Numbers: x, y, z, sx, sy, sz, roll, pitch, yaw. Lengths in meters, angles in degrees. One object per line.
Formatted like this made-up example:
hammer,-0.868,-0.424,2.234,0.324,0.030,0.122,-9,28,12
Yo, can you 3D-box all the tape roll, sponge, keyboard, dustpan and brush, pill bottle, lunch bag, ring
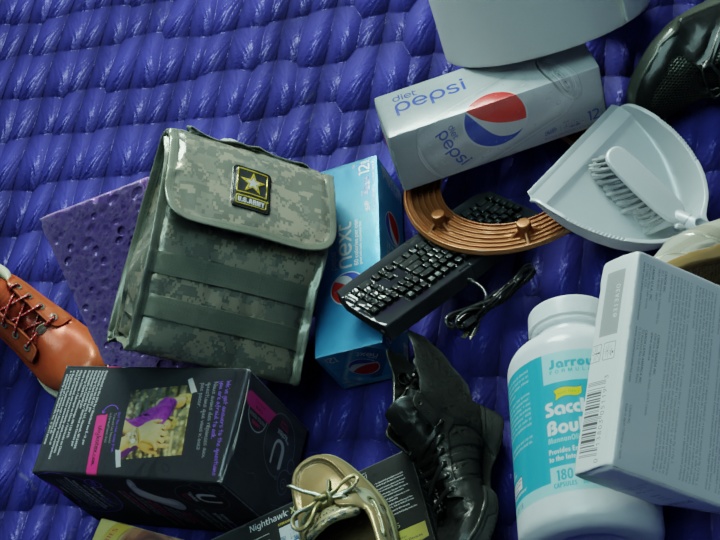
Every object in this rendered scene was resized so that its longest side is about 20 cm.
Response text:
tape roll,0.163,-0.256,1.316,0.200,0.072,0.203,-16,20,6
sponge,-0.207,0.023,1.332,0.110,0.202,0.030,-20,10,16
keyboard,0.085,-0.002,1.236,0.199,0.021,0.126,-35,49,-30
dustpan and brush,0.257,-0.050,1.198,0.200,0.057,0.140,42,67,9
pill bottle,0.170,0.122,1.105,0.109,0.111,0.202,-14,55,19
lunch bag,-0.116,-0.015,1.259,0.117,0.162,0.203,-177,100,-70
ring,0.133,-0.089,1.286,0.197,0.019,0.202,-11,41,10

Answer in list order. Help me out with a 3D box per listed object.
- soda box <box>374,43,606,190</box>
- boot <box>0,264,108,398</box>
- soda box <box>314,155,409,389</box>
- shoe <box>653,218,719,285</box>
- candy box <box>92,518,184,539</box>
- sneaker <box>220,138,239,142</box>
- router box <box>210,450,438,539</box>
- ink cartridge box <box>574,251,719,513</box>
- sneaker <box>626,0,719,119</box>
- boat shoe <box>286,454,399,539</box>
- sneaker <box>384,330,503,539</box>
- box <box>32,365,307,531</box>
soda box,0.117,-0.144,1.289,0.197,0.064,0.069,-18,41,2
boot,-0.322,0.058,1.412,0.199,0.107,0.075,30,74,36
soda box,0.000,0.000,1.304,0.067,0.064,0.202,-14,54,19
shoe,0.273,0.001,1.123,0.198,0.071,0.053,-25,26,-16
candy box,-0.204,0.322,1.210,0.115,0.057,0.202,8,63,31
sneaker,-0.168,-0.039,1.364,0.200,0.147,0.081,-42,50,-5
router box,-0.019,0.258,1.155,0.198,0.052,0.159,-26,51,11
ink cartridge box,0.255,0.096,1.047,0.050,0.198,0.163,-23,50,57
sneaker,0.330,-0.184,1.240,0.198,0.077,0.115,-33,44,-1
boat shoe,-0.005,0.212,1.101,0.073,0.063,0.201,-37,49,2
sneaker,0.058,0.140,1.137,0.060,0.104,0.201,-49,15,34
box,-0.164,0.156,1.252,0.197,0.122,0.107,0,60,27
